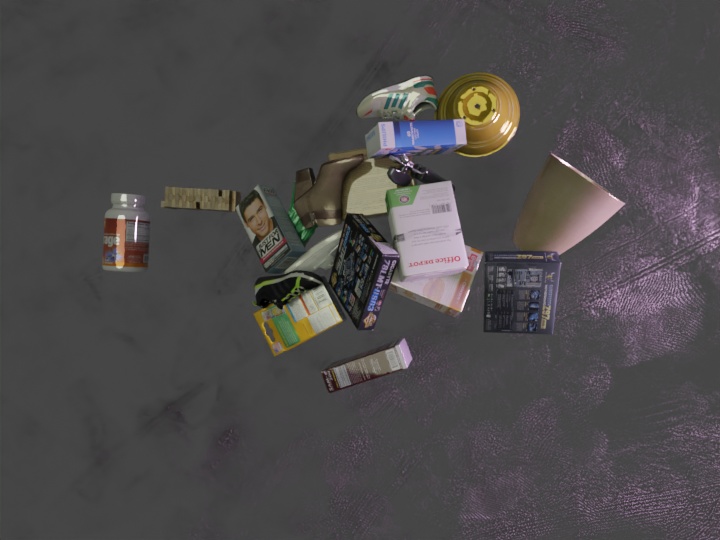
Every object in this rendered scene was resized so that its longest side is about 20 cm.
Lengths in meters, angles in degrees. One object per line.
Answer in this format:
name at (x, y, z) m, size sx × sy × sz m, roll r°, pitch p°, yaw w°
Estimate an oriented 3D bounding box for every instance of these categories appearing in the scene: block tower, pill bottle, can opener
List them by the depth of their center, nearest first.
can opener at (0.134, -0.212, 1.240) m, size 0.053 × 0.200 × 0.067 m, roll 43°, pitch 111°, yaw 48°
block tower at (-0.414, -0.184, 1.410) m, size 0.200 × 0.054 × 0.058 m, roll 3°, pitch 91°, yaw 11°
pill bottle at (-0.612, -0.098, 1.421) m, size 0.112 × 0.112 × 0.200 m, roll 3°, pitch 91°, yaw 11°

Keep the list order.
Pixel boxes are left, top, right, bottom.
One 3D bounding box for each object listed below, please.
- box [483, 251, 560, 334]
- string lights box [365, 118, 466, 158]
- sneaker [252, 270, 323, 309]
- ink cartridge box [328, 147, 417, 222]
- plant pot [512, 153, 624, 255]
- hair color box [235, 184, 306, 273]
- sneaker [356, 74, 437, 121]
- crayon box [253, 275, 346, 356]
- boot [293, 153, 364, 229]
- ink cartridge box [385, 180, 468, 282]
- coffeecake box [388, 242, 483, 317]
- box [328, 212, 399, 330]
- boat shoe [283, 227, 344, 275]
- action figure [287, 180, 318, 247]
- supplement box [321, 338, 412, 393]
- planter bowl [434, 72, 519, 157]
box at (0.356, 0.052, 1.213) m, size 0.157 × 0.051 × 0.200 m, roll 0°, pitch 125°, yaw 13°
string lights box at (0.121, -0.293, 1.206) m, size 0.200 × 0.103 × 0.059 m, roll -7°, pitch 91°, yaw -15°
sneaker at (-0.175, 0.055, 1.309) m, size 0.200 × 0.072 × 0.083 m, roll -10°, pitch 67°, yaw 31°
ink cartridge box at (0.035, -0.211, 1.309) m, size 0.200 × 0.075 × 0.165 m, roll -7°, pitch 88°, yaw 12°
plant pot at (0.433, -0.120, 1.192) m, size 0.187 × 0.187 × 0.200 m, roll 37°, pitch 112°, yaw 9°
hair color box at (-0.223, -0.101, 1.334) m, size 0.099 × 0.061 × 0.200 m, roll -39°, pitch 68°, yaw 26°
sneaker at (0.090, -0.389, 1.297) m, size 0.200 × 0.070 × 0.094 m, roll -18°, pitch 81°, yaw 8°
crayon box at (-0.152, 0.115, 1.363) m, size 0.200 × 0.052 × 0.126 m, roll -28°, pitch 85°, yaw 10°
boot at (-0.068, -0.178, 1.266) m, size 0.200 × 0.070 × 0.146 m, roll -11°, pitch 94°, yaw 28°
ink cartridge box at (0.142, -0.083, 1.194) m, size 0.146 × 0.084 × 0.200 m, roll -8°, pitch 78°, yaw -4°
coffeecake box at (0.160, -0.003, 1.257) m, size 0.200 × 0.073 × 0.154 m, roll 23°, pitch 75°, yaw 4°
box at (0.000, 0.000, 1.239) m, size 0.050 × 0.199 × 0.200 m, roll 2°, pitch 120°, yaw -27°
boat shoe at (-0.099, -0.030, 1.344) m, size 0.200 × 0.072 × 0.069 m, roll -36°, pitch 97°, yaw 8°
action figure at (-0.152, -0.108, 1.359) m, size 0.118 × 0.055 × 0.200 m, roll 27°, pitch 99°, yaw 8°
supplement box at (0.017, 0.228, 1.302) m, size 0.200 × 0.109 × 0.061 m, roll -20°, pitch 87°, yaw 12°
planter bowl at (0.269, -0.371, 1.256) m, size 0.200 × 0.083 × 0.201 m, roll 0°, pitch 91°, yaw 12°
